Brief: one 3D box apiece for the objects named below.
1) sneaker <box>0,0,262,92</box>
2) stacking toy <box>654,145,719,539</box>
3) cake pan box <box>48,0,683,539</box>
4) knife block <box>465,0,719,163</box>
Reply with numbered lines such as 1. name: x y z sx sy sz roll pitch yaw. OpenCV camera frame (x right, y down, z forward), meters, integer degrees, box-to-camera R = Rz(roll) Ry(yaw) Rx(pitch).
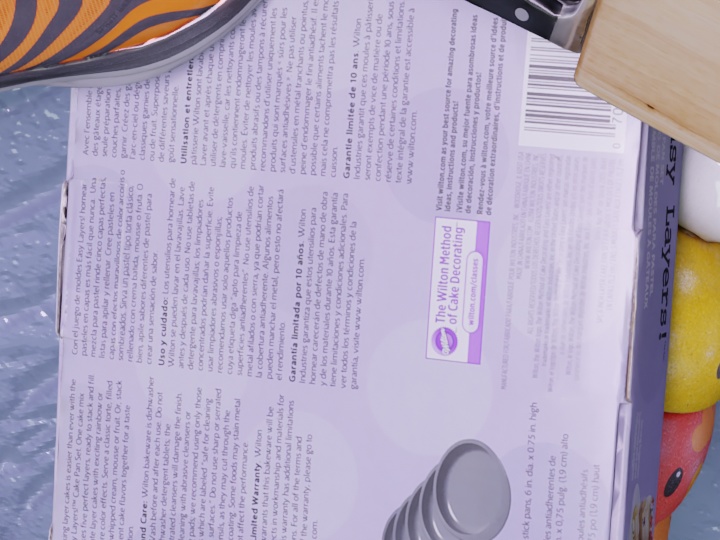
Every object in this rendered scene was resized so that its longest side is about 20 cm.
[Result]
1. sneaker: -0.102 -0.090 0.690 0.199 0.078 0.112 -26 166 2
2. stacking toy: 0.074 0.019 0.798 0.145 0.147 0.200 28 124 -11
3. cake pan box: 0.000 0.000 0.751 0.183 0.052 0.202 4 95 20
4. knife block: 0.095 -0.066 0.642 0.174 0.201 0.064 -7 144 -16
